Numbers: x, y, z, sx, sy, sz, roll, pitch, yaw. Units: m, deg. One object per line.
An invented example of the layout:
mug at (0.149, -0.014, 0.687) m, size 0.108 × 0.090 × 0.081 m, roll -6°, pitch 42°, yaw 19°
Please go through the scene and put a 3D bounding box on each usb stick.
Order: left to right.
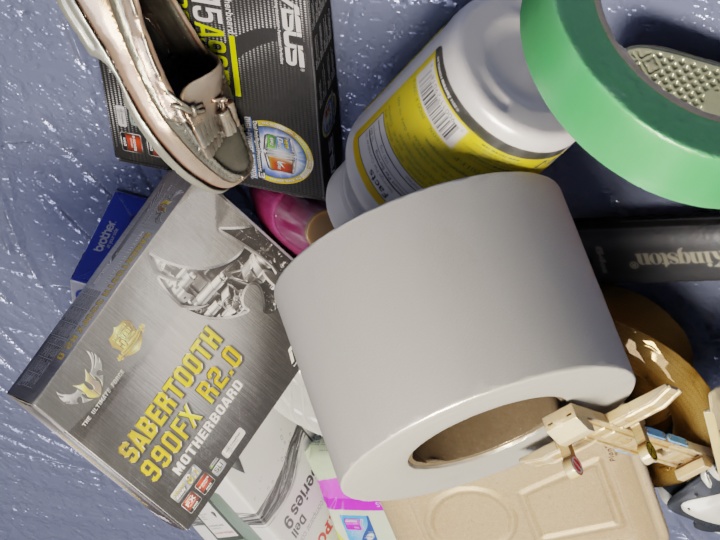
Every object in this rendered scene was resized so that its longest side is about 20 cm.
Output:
usb stick at (0.228, -0.016, 1.698) m, size 0.199 × 0.033 × 0.056 m, roll -1°, pitch 136°, yaw 28°

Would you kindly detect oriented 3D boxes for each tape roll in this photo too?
tape roll at (0.059, 0.044, 1.603) m, size 0.202 × 0.140 × 0.203 m, roll -19°, pitch 162°, yaw -7°
tape roll at (0.192, -0.131, 1.450) m, size 0.200 × 0.201 × 0.048 m, roll 27°, pitch 141°, yaw -6°

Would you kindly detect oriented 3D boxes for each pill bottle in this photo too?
pill bottle at (0.058, -0.084, 1.640) m, size 0.111 × 0.112 × 0.200 m, roll 33°, pitch 141°, yaw -12°

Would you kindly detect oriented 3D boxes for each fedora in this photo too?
fedora at (0.169, 0.068, 1.776) m, size 0.200 × 0.082 × 0.201 m, roll 19°, pitch 141°, yaw 16°

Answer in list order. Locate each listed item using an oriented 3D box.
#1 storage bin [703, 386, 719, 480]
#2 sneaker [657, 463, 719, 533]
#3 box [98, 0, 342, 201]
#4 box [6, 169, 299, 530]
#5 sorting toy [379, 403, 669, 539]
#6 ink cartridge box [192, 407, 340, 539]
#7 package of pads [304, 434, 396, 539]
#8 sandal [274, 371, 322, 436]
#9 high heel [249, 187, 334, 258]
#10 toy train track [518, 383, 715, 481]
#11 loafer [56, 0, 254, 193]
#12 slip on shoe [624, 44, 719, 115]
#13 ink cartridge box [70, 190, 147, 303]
storage bin at (0.349, 0.139, 1.696) m, size 0.199 × 0.094 × 0.199 m, roll -20°, pitch 133°, yaw 0°
sneaker at (0.259, 0.128, 1.808) m, size 0.129 × 0.080 × 0.199 m, roll -7°, pitch 143°, yaw 20°
box at (-0.098, -0.144, 1.700) m, size 0.159 × 0.044 × 0.201 m, roll 12°, pitch 140°, yaw 14°
box at (-0.127, 0.055, 1.762) m, size 0.158 × 0.200 × 0.048 m, roll 44°, pitch 164°, yaw -30°
sorting toy at (0.101, 0.133, 1.762) m, size 0.199 × 0.037 × 0.186 m, roll -10°, pitch 126°, yaw 18°
ink cartridge box at (-0.082, 0.124, 1.912) m, size 0.084 × 0.146 × 0.200 m, roll -5°, pitch 135°, yaw 40°
package of pads at (0.063, 0.202, 1.895) m, size 0.154 × 0.068 × 0.201 m, roll -3°, pitch 119°, yaw 35°
sandal at (0.020, 0.089, 1.822) m, size 0.202 × 0.050 × 0.083 m, roll 6°, pitch 135°, yaw 28°
high heel at (0.000, 0.000, 1.823) m, size 0.200 × 0.068 × 0.096 m, roll 34°, pitch 180°, yaw -37°
toy train track at (0.181, 0.121, 1.648) m, size 0.114 × 0.033 × 0.200 m, roll -30°, pitch 154°, yaw 25°
loafer at (-0.123, -0.133, 1.639) m, size 0.063 × 0.072 × 0.200 m, roll -19°, pitch 123°, yaw 30°
slip on shoe at (0.244, -0.091, 1.589) m, size 0.199 × 0.074 × 0.061 m, roll 18°, pitch 176°, yaw -3°
ink cartridge box at (-0.180, 0.043, 1.913) m, size 0.044 × 0.094 × 0.201 m, roll 14°, pitch 140°, yaw 10°
